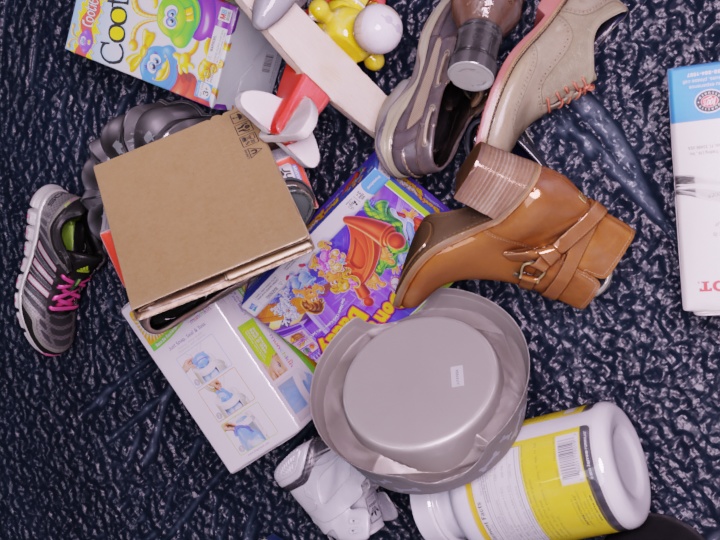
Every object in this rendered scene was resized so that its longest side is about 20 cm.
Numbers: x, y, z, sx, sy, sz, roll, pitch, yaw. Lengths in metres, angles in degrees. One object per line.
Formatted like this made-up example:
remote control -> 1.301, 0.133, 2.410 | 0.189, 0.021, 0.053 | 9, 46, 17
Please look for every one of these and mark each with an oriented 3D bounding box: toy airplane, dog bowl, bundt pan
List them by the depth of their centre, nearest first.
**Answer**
dog bowl -> 0.058, 0.110, 0.959 | 0.199, 0.059, 0.200 | -11, 48, 13
toy airplane -> -0.024, -0.195, 0.974 | 0.141, 0.200, 0.200 | -17, 87, 41
bundt pan -> -0.225, -0.088, 1.164 | 0.201, 0.076, 0.203 | 2, 95, 28

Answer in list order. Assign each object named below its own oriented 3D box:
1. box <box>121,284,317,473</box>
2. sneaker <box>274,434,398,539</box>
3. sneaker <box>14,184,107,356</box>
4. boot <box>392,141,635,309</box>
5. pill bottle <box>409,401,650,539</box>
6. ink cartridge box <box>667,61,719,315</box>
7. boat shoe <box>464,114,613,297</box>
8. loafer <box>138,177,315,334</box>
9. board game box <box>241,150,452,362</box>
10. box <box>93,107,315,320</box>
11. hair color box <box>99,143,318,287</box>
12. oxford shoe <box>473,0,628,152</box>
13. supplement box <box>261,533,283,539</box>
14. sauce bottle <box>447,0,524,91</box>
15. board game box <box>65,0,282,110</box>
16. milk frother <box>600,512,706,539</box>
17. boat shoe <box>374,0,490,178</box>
box -> -0.129, 0.082, 1.089 | 0.101, 0.112, 0.200 | -34, 91, 26
sneaker -> 0.008, 0.195, 1.068 | 0.200, 0.075, 0.115 | -43, 77, 29
sneaker -> -0.340, 0.003, 1.234 | 0.087, 0.074, 0.201 | 7, 93, 34
boot -> 0.127, -0.009, 0.934 | 0.155, 0.077, 0.200 | 27, 125, -8
pill bottle -> 0.150, 0.193, 0.967 | 0.200, 0.112, 0.112 | -19, 86, 29
ink cartridge box -> 0.333, -0.069, 0.858 | 0.146, 0.084, 0.201 | -2, 95, 29
boat shoe -> 0.156, -0.059, 0.969 | 0.075, 0.062, 0.200 | -35, 80, 25
loafer -> -0.120, -0.007, 0.981 | 0.200, 0.063, 0.072 | -37, 115, 2
board game box -> 0.000, 0.000, 1.030 | 0.134, 0.045, 0.200 | 38, 116, -16
box -> -0.147, -0.058, 0.962 | 0.163, 0.021, 0.200 | -23, 48, -4
hair color box -> -0.150, -0.063, 1.050 | 0.199, 0.111, 0.064 | -22, 110, -5
oxford shoe -> 0.162, -0.165, 0.920 | 0.075, 0.070, 0.200 | 28, 83, 11
supplement box -> -0.120, 0.410, 1.083 | 0.134, 0.200, 0.201 | 26, 107, 23
sauce bottle -> 0.113, -0.247, 0.919 | 0.065, 0.065, 0.201 | -1, 60, 28
board game box -> -0.190, -0.245, 1.113 | 0.200, 0.103, 0.105 | 24, 105, 24
milk frother -> 0.267, 0.311, 0.872 | 0.199, 0.188, 0.181 | -5, 93, 28
boat shoe -> 0.087, -0.167, 0.960 | 0.073, 0.074, 0.200 | 16, 78, 40
